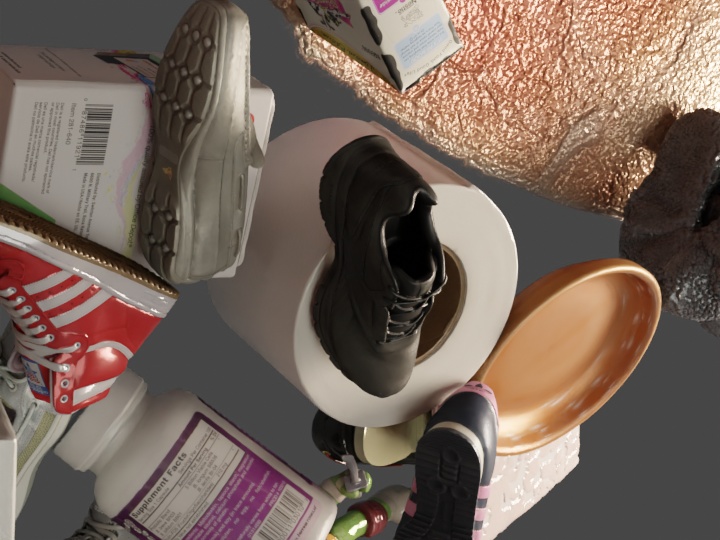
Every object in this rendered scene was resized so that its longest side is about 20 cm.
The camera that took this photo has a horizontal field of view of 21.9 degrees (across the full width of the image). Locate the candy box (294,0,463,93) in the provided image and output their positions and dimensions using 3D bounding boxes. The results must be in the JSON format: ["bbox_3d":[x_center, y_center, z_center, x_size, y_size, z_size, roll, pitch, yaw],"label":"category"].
[{"bbox_3d":[-0.019,-0.233,1.273,0.061,0.136,0.200,-38,131,-10],"label":"candy box"}]

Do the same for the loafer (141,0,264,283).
[{"bbox_3d":[-0.099,-0.086,1.233,0.070,0.070,0.200,-11,125,-38],"label":"loafer"}]

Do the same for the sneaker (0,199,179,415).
[{"bbox_3d":[-0.216,0.025,1.206,0.200,0.071,0.113,28,96,-45],"label":"sneaker"}]

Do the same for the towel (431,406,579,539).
[{"bbox_3d":[0.132,0.139,1.624,0.200,0.032,0.191,-32,131,-42],"label":"towel"}]

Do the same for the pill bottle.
[{"bbox_3d":[-0.126,0.159,1.384,0.200,0.112,0.112,37,90,-6],"label":"pill bottle"}]

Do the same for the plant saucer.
[{"bbox_3d":[0.158,0.066,1.518,0.200,0.037,0.200,-27,142,-23],"label":"plant saucer"}]

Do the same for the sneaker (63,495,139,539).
[{"bbox_3d":[-0.221,0.211,1.427,0.200,0.075,0.116,-3,112,-46],"label":"sneaker"}]

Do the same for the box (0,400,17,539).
[{"bbox_3d":[-0.336,0.180,1.230,0.200,0.131,0.199,0,106,-19],"label":"box"}]

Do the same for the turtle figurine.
[{"bbox_3d":[0.000,0.241,1.532,0.200,0.144,0.194,-34,163,34],"label":"turtle figurine"}]

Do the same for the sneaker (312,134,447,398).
[{"bbox_3d":[0.018,0.011,1.280,0.076,0.091,0.200,-24,128,-26],"label":"sneaker"}]

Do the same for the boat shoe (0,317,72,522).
[{"bbox_3d":[-0.259,0.106,1.332,0.065,0.074,0.202,8,116,-43],"label":"boat shoe"}]

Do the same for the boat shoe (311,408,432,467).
[{"bbox_3d":[0.039,0.130,1.574,0.201,0.063,0.074,3,93,-52],"label":"boat shoe"}]

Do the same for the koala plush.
[{"bbox_3d":[0.325,-0.003,1.634,0.184,0.177,0.200,-50,145,-13],"label":"koala plush"}]

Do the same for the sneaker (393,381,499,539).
[{"bbox_3d":[0.075,0.173,1.458,0.082,0.070,0.200,-57,166,-45],"label":"sneaker"}]

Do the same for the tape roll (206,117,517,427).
[{"bbox_3d":[0.000,0.000,1.416,0.202,0.139,0.203,-17,123,-28],"label":"tape roll"}]

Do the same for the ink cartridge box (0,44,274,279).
[{"bbox_3d":[-0.174,-0.073,1.284,0.200,0.084,0.145,-2,116,-35],"label":"ink cartridge box"}]
